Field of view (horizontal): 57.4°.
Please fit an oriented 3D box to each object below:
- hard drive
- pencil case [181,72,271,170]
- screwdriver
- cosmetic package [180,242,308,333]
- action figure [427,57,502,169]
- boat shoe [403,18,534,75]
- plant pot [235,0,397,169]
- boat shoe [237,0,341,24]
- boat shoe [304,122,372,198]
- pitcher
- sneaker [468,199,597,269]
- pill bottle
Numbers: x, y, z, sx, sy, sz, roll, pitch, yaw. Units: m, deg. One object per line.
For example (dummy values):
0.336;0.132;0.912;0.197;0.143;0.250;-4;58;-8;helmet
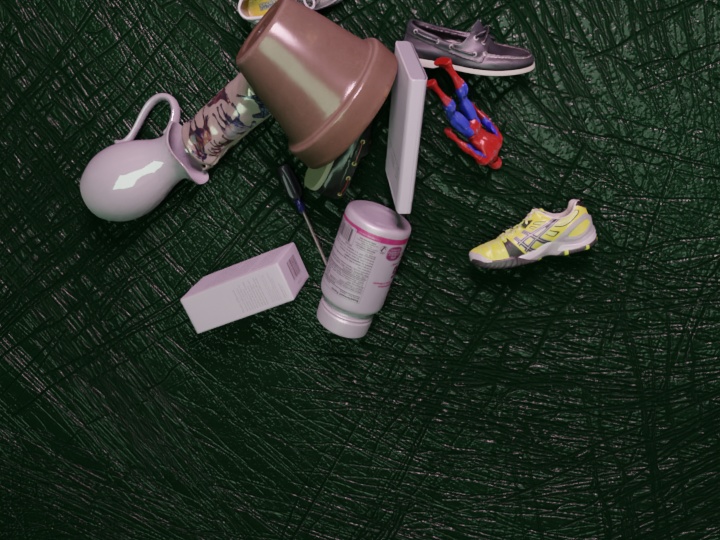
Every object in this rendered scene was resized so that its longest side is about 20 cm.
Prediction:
0.062;-0.204;0.946;0.026;0.133;0.203;-1;129;-7;hard drive
-0.195;-0.247;1.041;0.198;0.077;0.091;-33;79;21;pencil case
-0.093;-0.085;1.111;0.029;0.028;0.204;-3;114;46;screwdriver
-0.198;0.030;1.136;0.196;0.102;0.072;-19;107;19;cosmetic package
0.157;-0.218;0.963;0.200;0.051;0.066;44;74;-34;action figure
0.154;-0.325;0.940;0.195;0.075;0.067;13;125;17;boat shoe
-0.072;-0.275;0.910;0.174;0.202;0.200;37;115;-26;plant pot
-0.092;-0.412;0.952;0.197;0.086;0.076;-12;108;17;boat shoe
-0.016;-0.209;1.030;0.062;0.074;0.204;18;107;-35;boat shoe
-0.368;-0.185;1.093;0.196;0.121;0.175;-22;76;16;pitcher
0.263;-0.055;1.027;0.195;0.075;0.078;-15;100;6;sneaker
0.000;0.000;1.074;0.111;0.114;0.203;22;114;3;pill bottle
